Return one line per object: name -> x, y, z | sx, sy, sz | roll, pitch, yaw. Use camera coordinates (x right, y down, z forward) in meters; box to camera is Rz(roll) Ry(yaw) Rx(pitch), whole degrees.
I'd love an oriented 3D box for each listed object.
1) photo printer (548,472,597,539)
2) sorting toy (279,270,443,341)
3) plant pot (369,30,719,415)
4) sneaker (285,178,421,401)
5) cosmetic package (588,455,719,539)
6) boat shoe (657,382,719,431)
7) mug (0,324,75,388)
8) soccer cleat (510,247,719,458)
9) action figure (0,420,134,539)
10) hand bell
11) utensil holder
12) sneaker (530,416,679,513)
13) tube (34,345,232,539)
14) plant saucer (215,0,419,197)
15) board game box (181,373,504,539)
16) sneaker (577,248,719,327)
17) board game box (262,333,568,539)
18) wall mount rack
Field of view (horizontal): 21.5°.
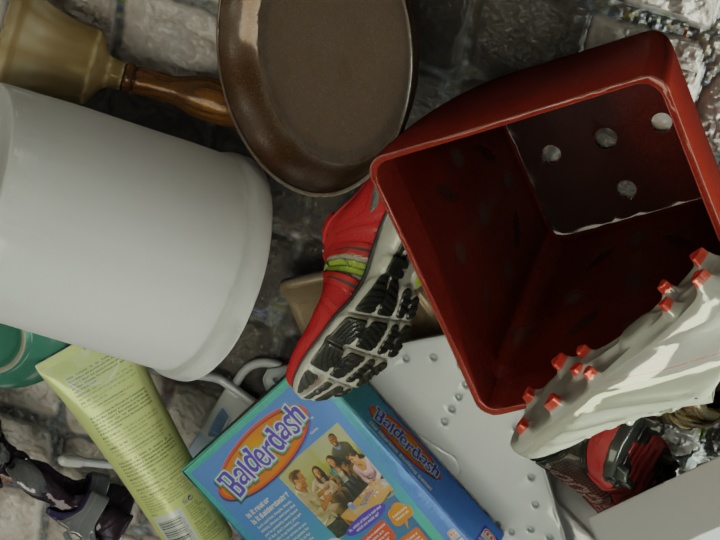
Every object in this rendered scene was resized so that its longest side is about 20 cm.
photo printer -> 0.145, 0.241, 1.493 | 0.200, 0.069, 0.166 | 44, 122, -10
sorting toy -> 0.056, 0.066, 1.443 | 0.185, 0.037, 0.200 | -12, 120, 23
plant pot -> 0.151, -0.052, 1.257 | 0.200, 0.176, 0.200 | -15, 114, 25
sneaker -> 0.000, 0.000, 1.361 | 0.085, 0.077, 0.200 | 28, 87, 38
cosmetic package -> 0.276, 0.172, 1.344 | 0.200, 0.052, 0.151 | -27, 154, 9
boat shoe -> 0.241, 0.080, 1.372 | 0.199, 0.065, 0.072 | -13, 115, 23
mug -> -0.278, 0.027, 1.470 | 0.152, 0.114, 0.185 | 15, 122, 8
soccer cleat -> 0.176, 0.068, 1.176 | 0.078, 0.069, 0.200 | 42, 120, -13
action figure -> -0.281, 0.164, 1.555 | 0.200, 0.130, 0.069 | 33, 88, -7
hand bell -> -0.160, -0.138, 1.372 | 0.199, 0.104, 0.104 | 15, 123, -7
utensil holder -> -0.188, -0.028, 1.333 | 0.200, 0.170, 0.170 | 18, 129, -31
sneaker -> 0.171, 0.131, 1.366 | 0.098, 0.071, 0.200 | 27, 166, 25
tube -> -0.166, 0.134, 1.457 | 0.052, 0.058, 0.200 | -13, 115, 40
plant saucer -> -0.025, -0.151, 1.289 | 0.200, 0.032, 0.201 | 11, 106, 46
board game box -> -0.015, 0.174, 1.422 | 0.200, 0.045, 0.152 | 48, 118, -1
sneaker -> 0.235, 0.014, 1.333 | 0.199, 0.084, 0.074 | -18, 111, 5
board game box -> 0.045, 0.147, 1.430 | 0.199, 0.026, 0.200 | -12, 104, 24
wall mount rack -> -0.135, 0.143, 1.519 | 0.174, 0.075, 0.200 | 33, 122, 1
